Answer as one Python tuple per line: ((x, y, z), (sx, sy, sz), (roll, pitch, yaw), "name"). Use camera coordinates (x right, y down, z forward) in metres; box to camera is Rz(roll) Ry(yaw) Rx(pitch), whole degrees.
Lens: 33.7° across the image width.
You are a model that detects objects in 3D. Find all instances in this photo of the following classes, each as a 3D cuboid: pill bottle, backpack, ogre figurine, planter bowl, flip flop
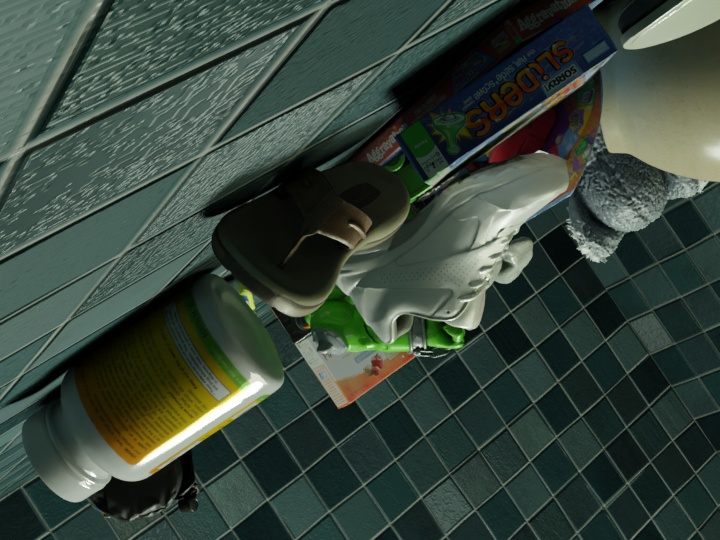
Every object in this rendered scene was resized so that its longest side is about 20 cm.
((-0.172, 0.101, 0.969), (0.200, 0.111, 0.111), (-34, 179, 8), "pill bottle")
((-0.233, 0.160, 1.173), (0.126, 0.167, 0.200), (-14, 179, -8), "backpack")
((0.000, 0.000, 0.988), (0.120, 0.200, 0.098), (-15, 156, -10), "ogre figurine")
((0.261, -0.164, 0.972), (0.134, 0.201, 0.200), (-6, -173, 17), "planter bowl")
((-0.021, -0.035, 0.736), (0.200, 0.081, 0.058), (-35, 163, -54), "flip flop")

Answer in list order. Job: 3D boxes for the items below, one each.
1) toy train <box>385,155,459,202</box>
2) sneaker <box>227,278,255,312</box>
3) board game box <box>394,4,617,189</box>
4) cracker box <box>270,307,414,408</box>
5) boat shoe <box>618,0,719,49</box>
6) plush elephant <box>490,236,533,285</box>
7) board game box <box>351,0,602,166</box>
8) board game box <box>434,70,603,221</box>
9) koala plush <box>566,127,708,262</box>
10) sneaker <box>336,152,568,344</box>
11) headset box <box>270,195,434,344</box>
((-0.010, -0.044, 0.928), (0.200, 0.056, 0.042), (-35, 179, -2), "toy train")
((-0.122, 0.070, 1.203), (0.076, 0.105, 0.200), (-34, 179, -5), "sneaker")
((0.092, -0.107, 0.779), (0.135, 0.035, 0.200), (-35, 180, 7), "board game box")
((-0.028, 0.076, 1.698), (0.134, 0.200, 0.058), (-34, 178, -26), "cracker box")
((0.229, -0.207, 0.712), (0.073, 0.062, 0.200), (-10, 159, -47), "boat shoe")
((0.095, -0.022, 1.340), (0.164, 0.200, 0.155), (-24, 177, -35), "plush elephant")
((0.078, -0.130, 0.807), (0.103, 0.019, 0.200), (-35, 180, -36), "board game box")
((0.106, -0.105, 0.938), (0.200, 0.039, 0.158), (-32, -136, 47), "board game box")
((0.242, -0.122, 1.221), (0.177, 0.200, 0.184), (-34, 179, 9), "koala plush")
((0.076, -0.012, 0.861), (0.200, 0.100, 0.078), (-31, 179, 32), "sneaker")
((0.000, -0.022, 1.198), (0.200, 0.093, 0.174), (-34, 178, 15), "headset box")
